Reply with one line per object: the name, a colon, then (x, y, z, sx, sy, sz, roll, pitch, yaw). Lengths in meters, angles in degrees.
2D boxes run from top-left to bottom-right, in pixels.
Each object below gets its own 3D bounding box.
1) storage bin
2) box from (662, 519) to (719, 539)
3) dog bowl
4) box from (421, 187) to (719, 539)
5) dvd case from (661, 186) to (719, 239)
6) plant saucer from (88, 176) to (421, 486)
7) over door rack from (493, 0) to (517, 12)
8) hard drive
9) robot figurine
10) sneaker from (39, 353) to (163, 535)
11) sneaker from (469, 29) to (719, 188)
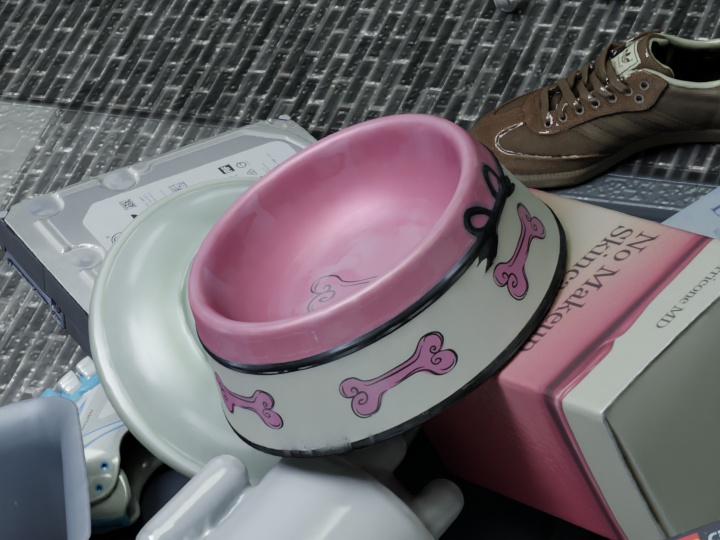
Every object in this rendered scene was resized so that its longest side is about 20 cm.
storage bin: (-0.191, 0.177, 1.490, 0.145, 0.135, 0.200, -17, 22, -2)
box: (0.252, 0.149, 1.381, 0.200, 0.137, 0.038, -20, 45, 3)
dog bowl: (0.000, 0.000, 1.488, 0.200, 0.074, 0.200, -24, 30, 15)
box: (0.123, 0.050, 1.482, 0.128, 0.109, 0.200, -42, 30, -20)
dvd case: (0.176, 0.033, 1.603, 0.200, 0.018, 0.143, -32, 45, -10)
plant saucer: (-0.047, 0.027, 1.605, 0.200, 0.050, 0.201, 7, 59, -12)
over door rack: (0.154, -0.260, 1.841, 0.147, 0.067, 0.201, -7, 67, 14)
hard drive: (-0.093, -0.019, 1.701, 0.200, 0.038, 0.140, -21, 41, -24)
robot figurine: (-0.033, 0.171, 1.485, 0.170, 0.113, 0.200, 41, 66, 6)
sneaker: (-0.172, 0.125, 1.614, 0.200, 0.075, 0.087, -41, 53, -18)
sneaker: (0.153, -0.107, 1.703, 0.199, 0.076, 0.071, -13, 45, 9)
